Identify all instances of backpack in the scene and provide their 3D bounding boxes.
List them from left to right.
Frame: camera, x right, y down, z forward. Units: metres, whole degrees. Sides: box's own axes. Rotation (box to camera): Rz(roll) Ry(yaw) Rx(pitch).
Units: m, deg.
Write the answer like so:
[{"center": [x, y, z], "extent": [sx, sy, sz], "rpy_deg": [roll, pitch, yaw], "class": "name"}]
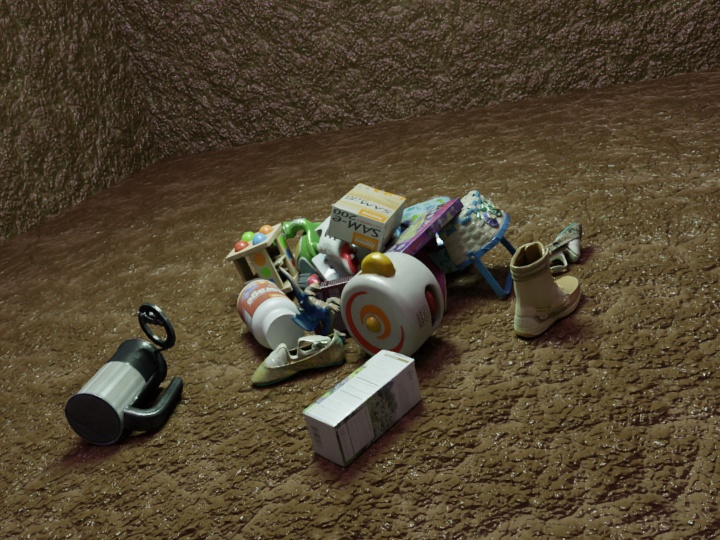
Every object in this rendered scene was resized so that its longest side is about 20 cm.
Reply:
[{"center": [0.170, -0.079, 1.552], "extent": [0.179, 0.149, 0.201], "rpy_deg": [-16, 28, 4], "class": "backpack"}]

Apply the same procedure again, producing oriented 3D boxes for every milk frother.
[{"center": [-0.448, 0.192, 1.221], "extent": [0.176, 0.204, 0.189], "rpy_deg": [-3, 25, 13], "class": "milk frother"}]

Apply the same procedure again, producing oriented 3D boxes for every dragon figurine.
[{"center": [-0.103, 0.083, 1.296], "extent": [0.100, 0.198, 0.059], "rpy_deg": [-53, 10, 23], "class": "dragon figurine"}]

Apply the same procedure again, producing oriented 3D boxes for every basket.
[{"center": [0.270, -0.057, 1.394], "extent": [0.138, 0.201, 0.177], "rpy_deg": [-32, 15, 34], "class": "basket"}]

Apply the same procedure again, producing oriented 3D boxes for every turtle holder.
[{"center": [-0.112, -0.044, 1.604], "extent": [0.131, 0.183, 0.144], "rpy_deg": [-35, 47, 40], "class": "turtle holder"}]

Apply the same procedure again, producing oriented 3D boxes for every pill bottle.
[{"center": [-0.194, 0.101, 1.391], "extent": [0.110, 0.115, 0.199], "rpy_deg": [-21, 24, -19], "class": "pill bottle"}]

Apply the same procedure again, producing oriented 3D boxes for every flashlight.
[{"center": [-0.051, 0.038, 1.523], "extent": [0.195, 0.069, 0.068], "rpy_deg": [-3, -19, 16], "class": "flashlight"}]

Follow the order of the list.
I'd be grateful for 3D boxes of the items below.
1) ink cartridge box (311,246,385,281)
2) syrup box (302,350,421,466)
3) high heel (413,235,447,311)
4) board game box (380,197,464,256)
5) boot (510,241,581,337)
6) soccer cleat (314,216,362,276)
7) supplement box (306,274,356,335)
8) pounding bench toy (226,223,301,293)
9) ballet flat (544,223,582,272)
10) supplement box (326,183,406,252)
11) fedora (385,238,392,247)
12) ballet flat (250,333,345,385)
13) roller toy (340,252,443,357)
[{"center": [0.000, 0.000, 1.462], "extent": [0.158, 0.048, 0.200], "rpy_deg": [-33, 49, -9], "class": "ink cartridge box"}, {"center": [0.008, 0.221, 1.051], "extent": [0.080, 0.080, 0.199], "rpy_deg": [10, 33, 44], "class": "syrup box"}, {"center": [0.135, 0.008, 1.402], "extent": [0.094, 0.068, 0.203], "rpy_deg": [-9, 54, 3], "class": "high heel"}, {"center": [0.120, -0.076, 1.342], "extent": [0.200, 0.033, 0.119], "rpy_deg": [-43, 17, -26], "class": "board game box"}, {"center": [0.355, 0.015, 1.221], "extent": [0.198, 0.159, 0.072], "rpy_deg": [-29, 27, -32], "class": "boot"}, {"center": [-0.054, -0.049, 1.450], "extent": [0.084, 0.069, 0.202], "rpy_deg": [-29, 44, 8], "class": "soccer cleat"}, {"center": [-0.011, 0.068, 1.360], "extent": [0.195, 0.111, 0.061], "rpy_deg": [-12, 11, 3], "class": "supplement box"}, {"center": [-0.236, -0.040, 1.649], "extent": [0.122, 0.158, 0.201], "rpy_deg": [-19, 20, 18], "class": "pounding bench toy"}, {"center": [0.440, -0.034, 1.423], "extent": [0.197, 0.069, 0.075], "rpy_deg": [-28, 48, -18], "class": "ballet flat"}, {"center": [0.018, -0.122, 1.427], "extent": [0.123, 0.075, 0.200], "rpy_deg": [18, 26, 10], "class": "supplement box"}, {"center": [0.031, -0.090, 1.721], "extent": [0.196, 0.094, 0.201], "rpy_deg": [-11, 23, 5], "class": "fedora"}, {"center": [-0.128, 0.169, 1.261], "extent": [0.195, 0.072, 0.071], "rpy_deg": [-15, 23, -2], "class": "ballet flat"}, {"center": [0.058, 0.072, 1.221], "extent": [0.182, 0.201, 0.139], "rpy_deg": [42, 46, 11], "class": "roller toy"}]
